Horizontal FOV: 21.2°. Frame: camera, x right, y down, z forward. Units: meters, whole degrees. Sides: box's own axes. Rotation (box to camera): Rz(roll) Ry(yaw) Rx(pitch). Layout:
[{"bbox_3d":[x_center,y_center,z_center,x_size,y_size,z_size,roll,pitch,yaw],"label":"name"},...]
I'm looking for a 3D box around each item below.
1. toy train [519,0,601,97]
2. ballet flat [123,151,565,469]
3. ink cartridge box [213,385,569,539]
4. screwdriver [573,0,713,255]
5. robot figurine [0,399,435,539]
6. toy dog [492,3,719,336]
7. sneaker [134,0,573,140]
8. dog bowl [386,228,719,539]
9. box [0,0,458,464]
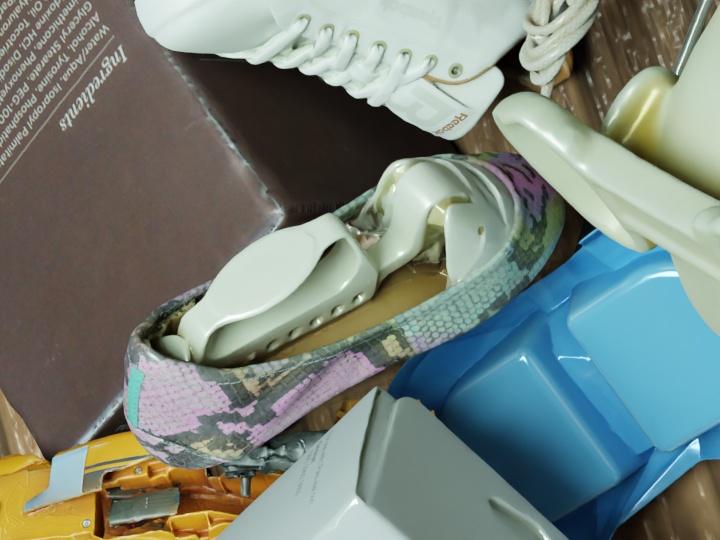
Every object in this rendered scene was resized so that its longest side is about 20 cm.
[{"bbox_3d":[0.079,-0.160,0.712,0.084,0.116,0.201,7,70,24],"label":"toy train"},{"bbox_3d":[0.000,0.000,0.698,0.069,0.199,0.071,46,154,29],"label":"ballet flat"},{"bbox_3d":[-0.009,0.163,0.677,0.144,0.085,0.200,41,111,-10],"label":"ink cartridge box"},{"bbox_3d":[0.128,-0.071,0.773,0.201,0.029,0.028,-67,29,17],"label":"screwdriver"},{"bbox_3d":[-0.043,0.100,0.754,0.199,0.145,0.058,-10,52,8],"label":"robot figurine"},{"bbox_3d":[0.180,-0.065,0.627,0.200,0.194,0.139,-51,35,-3],"label":"toy dog"},{"bbox_3d":[0.010,-0.092,0.751,0.073,0.199,0.085,-26,77,55],"label":"sneaker"},{"bbox_3d":[0.098,0.045,0.771,0.200,0.050,0.112,-36,92,29],"label":"dog bowl"},{"bbox_3d":[-0.086,-0.047,0.834,0.164,0.166,0.200,-46,68,26],"label":"box"}]
